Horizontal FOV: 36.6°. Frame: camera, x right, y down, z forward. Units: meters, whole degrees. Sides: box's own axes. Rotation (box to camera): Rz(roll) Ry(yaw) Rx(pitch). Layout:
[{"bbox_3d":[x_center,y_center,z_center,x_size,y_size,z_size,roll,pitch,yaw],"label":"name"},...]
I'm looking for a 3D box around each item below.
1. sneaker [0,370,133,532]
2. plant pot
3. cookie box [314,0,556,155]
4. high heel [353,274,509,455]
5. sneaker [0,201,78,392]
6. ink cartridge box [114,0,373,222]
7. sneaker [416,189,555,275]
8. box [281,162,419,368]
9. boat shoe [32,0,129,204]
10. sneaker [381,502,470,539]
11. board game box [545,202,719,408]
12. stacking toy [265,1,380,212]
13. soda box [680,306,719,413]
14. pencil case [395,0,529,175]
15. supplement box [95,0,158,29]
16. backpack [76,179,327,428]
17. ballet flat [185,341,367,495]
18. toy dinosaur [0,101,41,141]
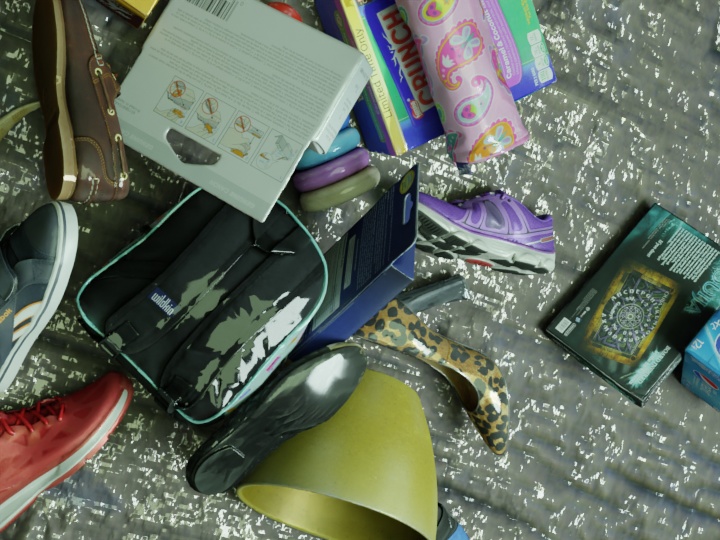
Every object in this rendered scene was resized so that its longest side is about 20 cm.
[{"bbox_3d":[-0.310,0.142,0.989,0.200,0.078,0.116,-45,112,-12],"label":"sneaker"},{"bbox_3d":[-0.008,0.180,1.074,0.199,0.200,0.143,27,63,-23],"label":"plant pot"},{"bbox_3d":[0.077,-0.233,1.099,0.199,0.075,0.172,-26,107,-16],"label":"cookie box"},{"bbox_3d":[0.074,0.116,1.140,0.142,0.071,0.202,-18,87,-26],"label":"high heel"},{"bbox_3d":[-0.312,0.024,0.934,0.079,0.079,0.201,14,118,-39],"label":"sneaker"},{"bbox_3d":[-0.115,-0.156,0.986,0.199,0.044,0.174,29,87,18],"label":"ink cartridge box"},{"bbox_3d":[0.122,-0.052,1.155,0.199,0.080,0.084,15,75,-30],"label":"sneaker"},{"bbox_3d":[0.000,0.000,1.018,0.032,0.122,0.200,31,127,-21],"label":"box"},{"bbox_3d":[-0.248,-0.155,0.965,0.070,0.070,0.202,-2,78,-33],"label":"boat shoe"},{"bbox_3d":[0.032,0.332,1.152,0.200,0.077,0.112,-42,116,-17],"label":"sneaker"},{"bbox_3d":[0.322,0.036,1.214,0.200,0.135,0.028,-47,154,-9],"label":"board game box"},{"bbox_3d":[-0.053,-0.163,1.056,0.085,0.085,0.201,-25,102,-17],"label":"stacking toy"},{"bbox_3d":[0.405,0.103,1.215,0.064,0.200,0.068,39,87,21],"label":"soda box"},{"bbox_3d":[0.091,-0.197,1.026,0.087,0.087,0.201,-26,108,-17],"label":"pencil case"},{"bbox_3d":[-0.182,-0.324,0.897,0.132,0.197,0.201,33,91,-16],"label":"supplement box"},{"bbox_3d":[-0.131,0.023,0.993,0.176,0.153,0.200,43,85,3],"label":"backpack"},{"bbox_3d":[-0.080,0.127,0.991,0.199,0.057,0.067,-37,114,-5],"label":"ballet flat"},{"bbox_3d":[-0.362,-0.085,0.960,0.101,0.058,0.201,35,74,-39],"label":"toy dinosaur"}]
